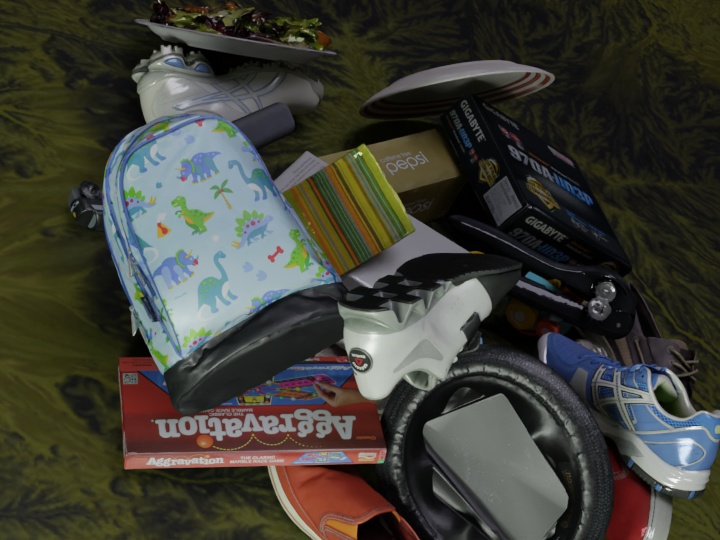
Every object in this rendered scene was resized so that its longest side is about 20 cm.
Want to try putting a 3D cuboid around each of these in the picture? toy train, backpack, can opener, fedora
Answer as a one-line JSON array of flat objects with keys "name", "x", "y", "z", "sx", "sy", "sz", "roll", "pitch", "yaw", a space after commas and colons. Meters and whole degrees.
[{"name": "toy train", "x": 0.122, "y": 0.053, "z": 1.328, "sx": 0.199, "sy": 0.056, "sz": 0.151, "roll": 9, "pitch": 48, "yaw": -22}, {"name": "toy train", "x": -0.158, "y": -0.048, "z": 1.265, "sx": 0.199, "sy": 0.034, "sz": 0.046, "roll": 3, "pitch": 51, "yaw": -29}, {"name": "backpack", "x": -0.113, "y": -0.021, "z": 1.087, "sx": 0.163, "sy": 0.154, "sz": 0.200, "roll": -25, "pitch": 67, "yaw": -9}, {"name": "can opener", "x": -0.125, "y": -0.090, "z": 1.275, "sx": 0.200, "sy": 0.053, "sz": 0.067, "roll": -32, "pitch": 100, "yaw": -49}, {"name": "can opener", "x": 0.162, "y": 0.008, "z": 1.318, "sx": 0.199, "sy": 0.079, "sz": 0.064, "roll": 20, "pitch": 83, "yaw": -7}, {"name": "fedora", "x": 0.108, "y": 0.158, "z": 1.158, "sx": 0.200, "sy": 0.201, "sz": 0.092, "roll": 38, "pitch": 5, "yaw": 8}]

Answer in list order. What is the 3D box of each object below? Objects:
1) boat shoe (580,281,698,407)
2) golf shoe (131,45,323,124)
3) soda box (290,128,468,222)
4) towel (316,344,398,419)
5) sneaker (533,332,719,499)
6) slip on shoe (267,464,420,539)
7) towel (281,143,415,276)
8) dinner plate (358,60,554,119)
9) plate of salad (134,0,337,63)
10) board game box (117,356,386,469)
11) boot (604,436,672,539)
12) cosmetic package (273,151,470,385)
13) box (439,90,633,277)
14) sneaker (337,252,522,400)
[{"name": "boat shoe", "x": 0.275, "y": 0.092, "z": 1.350, "sx": 0.074, "sy": 0.073, "sz": 0.200, "roll": 16, "pitch": 37, "yaw": -54}, {"name": "golf shoe", "x": -0.123, "y": -0.151, "z": 1.381, "sx": 0.199, "sy": 0.078, "sz": 0.098, "roll": 1, "pitch": 74, "yaw": -32}, {"name": "soda box", "x": 0.012, "y": -0.075, "z": 1.372, "sx": 0.200, "sy": 0.068, "sz": 0.064, "roll": -19, "pitch": 61, "yaw": -43}, {"name": "towel", "x": -0.028, "y": 0.057, "z": 1.240, "sx": 0.132, "sy": 0.035, "sz": 0.201, "roll": 7, "pitch": 46, "yaw": -27}, {"name": "sneaker", "x": 0.229, "y": 0.106, "z": 1.219, "sx": 0.076, "sy": 0.077, "sz": 0.200, "roll": 0, "pitch": 31, "yaw": -46}, {"name": "slip on shoe", "x": 0.000, "y": 0.191, "z": 1.102, "sx": 0.074, "sy": 0.061, "sz": 0.200, "roll": -17, "pitch": 58, "yaw": -39}, {"name": "towel", "x": -0.060, "y": -0.017, "z": 1.154, "sx": 0.200, "sy": 0.018, "sz": 0.086, "roll": -31, "pitch": 76, "yaw": -4}, {"name": "dinner plate", "x": 0.095, "y": -0.183, "z": 1.448, "sx": 0.199, "sy": 0.200, "sz": 0.024, "roll": -5, "pitch": 85, "yaw": -35}, {"name": "plate of salad", "x": -0.119, "y": -0.236, "z": 1.400, "sx": 0.199, "sy": 0.048, "sz": 0.200, "roll": 10, "pitch": 10, "yaw": -2}, {"name": "board game box", "x": -0.086, "y": 0.109, "z": 1.121, "sx": 0.199, "sy": 0.019, "sz": 0.103, "roll": 0, "pitch": 42, "yaw": -14}, {"name": "boot", "x": 0.182, "y": 0.168, "z": 1.219, "sx": 0.144, "sy": 0.073, "sz": 0.200, "roll": 23, "pitch": 25, "yaw": -10}, {"name": "cosmetic package", "x": 0.000, "y": 0.000, "z": 1.218, "sx": 0.200, "sy": 0.085, "sz": 0.108, "roll": 34, "pitch": 44, "yaw": 10}, {"name": "box", "x": 0.177, "y": -0.076, "z": 1.439, "sx": 0.200, "sy": 0.046, "sz": 0.159, "roll": 26, "pitch": 33, "yaw": -45}, {"name": "sneaker", "x": 0.055, "y": 0.041, "z": 1.109, "sx": 0.074, "sy": 0.089, "sz": 0.200, "roll": 11, "pitch": 22, "yaw": 40}]
